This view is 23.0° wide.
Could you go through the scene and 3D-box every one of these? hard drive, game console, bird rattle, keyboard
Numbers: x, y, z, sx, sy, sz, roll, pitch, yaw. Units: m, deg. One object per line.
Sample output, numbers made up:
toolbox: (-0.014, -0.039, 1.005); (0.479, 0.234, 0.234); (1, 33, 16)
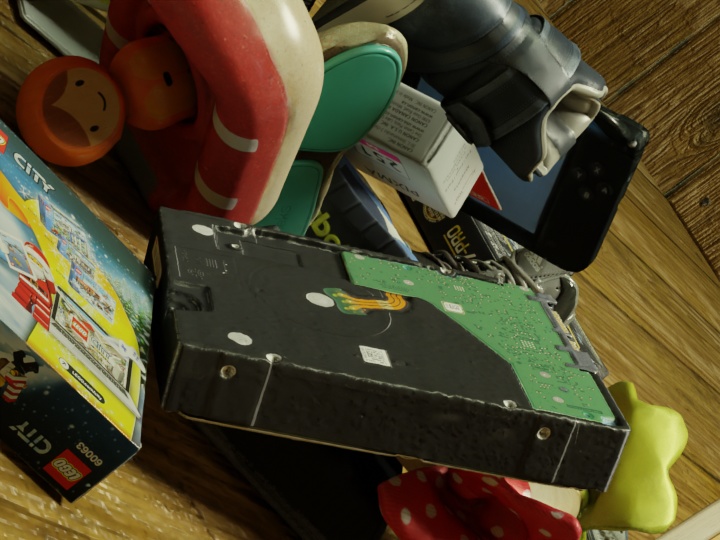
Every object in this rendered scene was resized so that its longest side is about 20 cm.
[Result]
hard drive: (-0.029, 0.055, 0.884); (0.135, 0.042, 0.200); (49, 15, -16)
game console: (0.070, -0.090, 1.125); (0.199, 0.177, 0.116); (31, 38, 15)
bird rattle: (0.057, 0.097, 0.858); (0.199, 0.113, 0.163); (-1, 41, -50)
hard drive: (0.006, 0.034, 0.780); (0.198, 0.038, 0.140); (11, 23, -16)
keyboard: (-0.127, -0.102, 1.014); (0.200, 0.011, 0.057); (41, 25, -41)

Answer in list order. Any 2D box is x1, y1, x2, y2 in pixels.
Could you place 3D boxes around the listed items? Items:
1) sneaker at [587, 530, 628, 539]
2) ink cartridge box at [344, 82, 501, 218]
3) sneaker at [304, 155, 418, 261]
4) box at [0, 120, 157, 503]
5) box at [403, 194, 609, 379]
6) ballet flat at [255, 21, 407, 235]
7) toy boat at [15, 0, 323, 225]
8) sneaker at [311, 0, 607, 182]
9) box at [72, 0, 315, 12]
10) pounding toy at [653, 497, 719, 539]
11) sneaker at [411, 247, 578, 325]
sneaker: (0.116, 0.139, 1.057); (0.200, 0.086, 0.078); (48, 14, -21)
ink cartridge box: (-0.015, -0.093, 1.114); (0.199, 0.044, 0.174); (29, -10, 20)
sneaker: (0.000, 0.000, 1.047); (0.201, 0.074, 0.082); (64, 10, 24)
box: (-0.159, -0.022, 0.667); (0.200, 0.038, 0.137); (47, 15, -23)
box: (0.113, -0.002, 1.453); (0.161, 0.049, 0.201); (29, 28, -54)
ballet flat: (-0.034, -0.083, 0.950); (0.067, 0.200, 0.063); (3, 57, -24)
toy boat: (-0.103, -0.090, 0.848); (0.131, 0.130, 0.200); (57, -27, 18)
sneaker: (0.050, -0.113, 0.971); (0.146, 0.077, 0.202); (41, -8, -15)
box: (-0.117, -0.177, 0.963); (0.199, 0.076, 0.050); (13, 35, -33)
pounding toy: (0.222, 0.218, 0.923); (0.201, 0.183, 0.142); (57, -30, 15)
sneaker: (0.085, 0.000, 1.223); (0.200, 0.115, 0.075); (37, 21, -48)
